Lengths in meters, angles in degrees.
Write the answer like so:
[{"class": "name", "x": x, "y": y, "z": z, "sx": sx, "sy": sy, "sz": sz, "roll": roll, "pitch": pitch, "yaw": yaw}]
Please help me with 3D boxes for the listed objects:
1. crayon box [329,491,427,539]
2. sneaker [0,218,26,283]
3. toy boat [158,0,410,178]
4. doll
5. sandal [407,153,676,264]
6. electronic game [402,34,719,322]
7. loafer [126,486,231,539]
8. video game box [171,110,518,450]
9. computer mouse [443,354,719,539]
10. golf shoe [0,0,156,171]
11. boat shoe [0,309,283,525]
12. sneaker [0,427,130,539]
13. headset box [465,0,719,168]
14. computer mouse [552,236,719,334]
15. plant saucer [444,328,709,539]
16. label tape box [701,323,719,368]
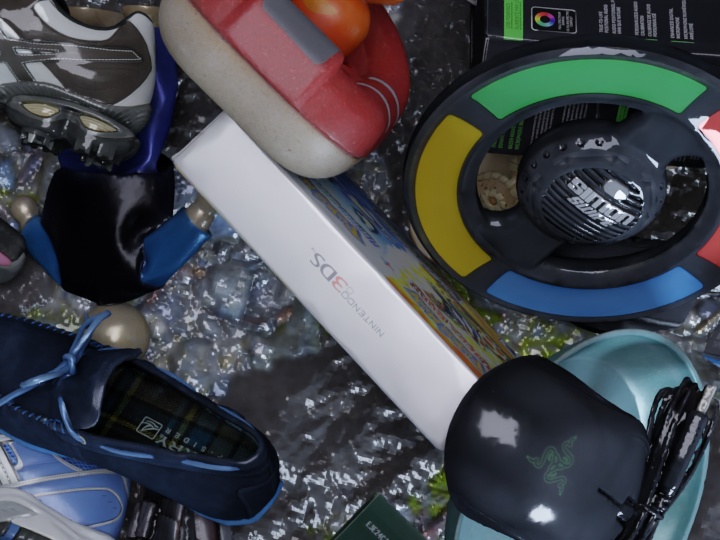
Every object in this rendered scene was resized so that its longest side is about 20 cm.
[{"class": "crayon box", "x": 0.006, "y": 0.208, "z": 1.227, "sx": 0.126, "sy": 0.200, "sz": 0.052, "roll": 44, "pitch": 56, "yaw": 4}, {"class": "sneaker", "x": -0.259, "y": -0.073, "z": 1.308, "sx": 0.200, "sy": 0.079, "sz": 0.096, "roll": 36, "pitch": 67, "yaw": 1}, {"class": "toy boat", "x": -0.014, "y": -0.133, "z": 1.198, "sx": 0.131, "sy": 0.200, "sz": 0.131, "roll": 45, "pitch": 100, "yaw": -2}, {"class": "doll", "x": -0.132, "y": -0.044, "z": 1.303, "sx": 0.136, "sy": 0.048, "sz": 0.201, "roll": 3, "pitch": 89, "yaw": 25}, {"class": "sandal", "x": 0.124, "y": -0.069, "z": 1.315, "sx": 0.211, "sy": 0.070, "sz": 0.078, "roll": -22, "pitch": 83, "yaw": -5}, {"class": "electronic game", "x": 0.121, "y": -0.044, "z": 1.233, "sx": 0.199, "sy": 0.201, "sz": 0.042, "roll": 6, "pitch": 46, "yaw": -1}, {"class": "loafer", "x": -0.106, "y": 0.186, "z": 1.265, "sx": 0.063, "sy": 0.072, "sz": 0.201, "roll": 0, "pitch": 84, "yaw": -26}, {"class": "video game box", "x": 0.000, "y": 0.000, "z": 1.243, "sx": 0.047, "sy": 0.182, "sz": 0.200, "roll": -44, "pitch": 86, "yaw": 11}, {"class": "computer mouse", "x": 0.116, "y": 0.102, "z": 1.180, "sx": 0.053, "sy": 0.200, "sz": 0.139, "roll": 27, "pitch": 90, "yaw": 39}, {"class": "golf shoe", "x": -0.204, "y": -0.124, "z": 1.250, "sx": 0.199, "sy": 0.078, "sz": 0.095, "roll": 17, "pitch": 88, "yaw": -10}, {"class": "boat shoe", "x": -0.129, "y": 0.062, "z": 1.243, "sx": 0.199, "sy": 0.069, "sz": 0.084, "roll": 18, "pitch": 60, "yaw": 8}, {"class": "sneaker", "x": -0.219, "y": 0.107, "z": 1.287, "sx": 0.199, "sy": 0.076, "sz": 0.077, "roll": 24, "pitch": 60, "yaw": 1}, {"class": "headset box", "x": 0.147, "y": -0.151, "z": 1.281, "sx": 0.199, "sy": 0.093, "sz": 0.175, "roll": 5, "pitch": 51, "yaw": -1}, {"class": "computer mouse", "x": 0.197, "y": 0.013, "z": 1.325, "sx": 0.199, "sy": 0.034, "sz": 0.059, "roll": 6, "pitch": 81, "yaw": -2}, {"class": "plant saucer", "x": 0.109, "y": 0.121, "z": 1.254, "sx": 0.036, "sy": 0.200, "sz": 0.201, "roll": 24, "pitch": 79, "yaw": 43}, {"class": "label tape box", "x": 0.305, "y": 0.006, "z": 1.298, "sx": 0.143, "sy": 0.066, "sz": 0.200, "roll": 35, "pitch": 82, "yaw": -10}]
